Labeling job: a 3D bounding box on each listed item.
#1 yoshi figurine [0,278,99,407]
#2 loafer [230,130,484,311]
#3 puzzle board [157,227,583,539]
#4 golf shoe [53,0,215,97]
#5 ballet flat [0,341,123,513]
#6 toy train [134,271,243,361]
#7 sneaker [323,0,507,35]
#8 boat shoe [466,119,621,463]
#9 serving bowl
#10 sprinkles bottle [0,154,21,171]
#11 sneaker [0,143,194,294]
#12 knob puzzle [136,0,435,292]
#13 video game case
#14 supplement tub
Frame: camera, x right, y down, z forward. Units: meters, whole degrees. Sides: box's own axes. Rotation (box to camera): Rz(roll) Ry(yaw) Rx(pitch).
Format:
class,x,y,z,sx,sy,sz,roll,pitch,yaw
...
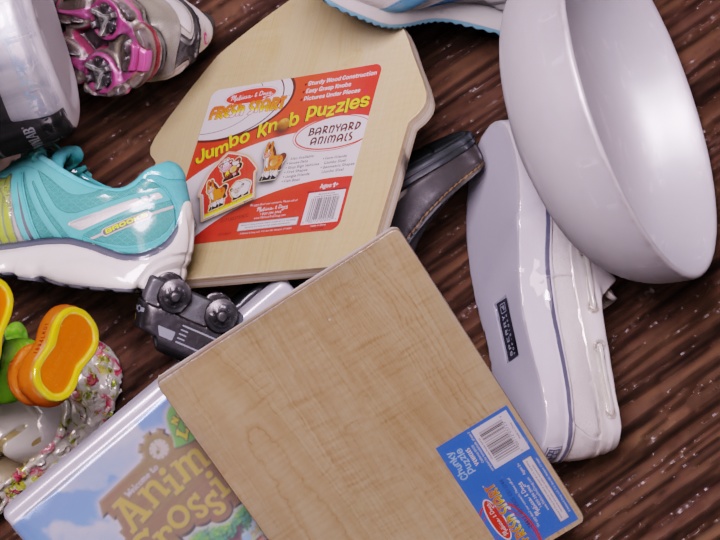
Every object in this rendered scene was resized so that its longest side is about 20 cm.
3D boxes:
class,x,y,z,sx,sy,sz,roll,pitch,yaw
yoshi figurine,-0.231,0.032,1.042,0.112,0.199,0.113,-28,101,-41
loafer,0.000,0.000,1.088,0.200,0.073,0.072,-41,97,0
puzzle board,0.008,0.095,1.009,0.150,0.017,0.201,-32,109,5
golf shoe,-0.181,-0.161,1.137,0.199,0.092,0.073,27,119,24
ballet flat,-0.219,0.109,1.072,0.200,0.064,0.076,-40,78,-7
toy train,-0.029,0.057,1.017,0.199,0.034,0.046,24,92,-12
sneaker,0.043,-0.185,1.069,0.199,0.081,0.077,-2,42,-34
boat shoe,0.111,0.011,1.080,0.069,0.071,0.202,1,69,-26
serving bowl,0.128,-0.084,1.043,0.065,0.200,0.202,-18,75,26
sprinkles bottle,-0.288,-0.118,1.117,0.199,0.068,0.069,23,79,2
sneaker,-0.181,-0.033,1.069,0.198,0.077,0.080,5,91,20
knob puzzle,-0.037,-0.078,1.087,0.218,0.030,0.221,-20,50,26
video game case,-0.063,0.137,1.043,0.200,0.022,0.182,-40,100,-6
supplement tub,-0.261,-0.104,1.020,0.198,0.123,0.123,-16,76,-1
